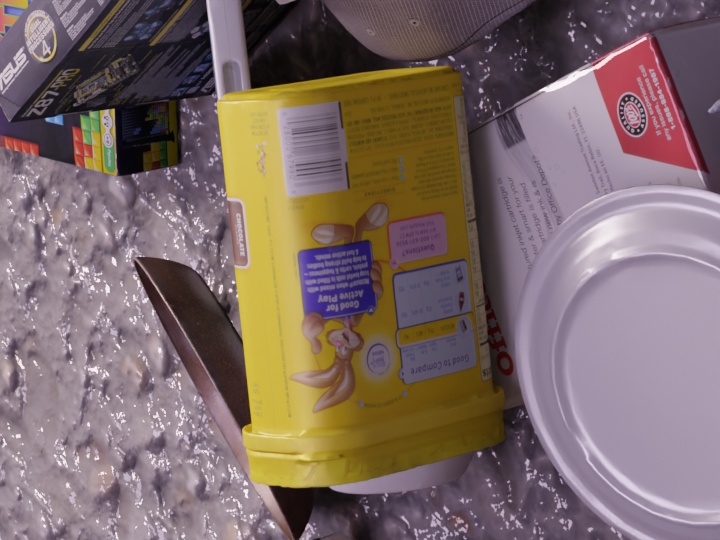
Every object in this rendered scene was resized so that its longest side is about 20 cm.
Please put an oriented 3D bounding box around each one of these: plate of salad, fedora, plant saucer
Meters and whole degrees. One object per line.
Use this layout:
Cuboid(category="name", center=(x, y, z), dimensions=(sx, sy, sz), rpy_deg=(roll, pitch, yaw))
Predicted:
Cuboid(category="plate of salad", center=(0.167, 0.051, 1.412), dimensions=(0.200, 0.048, 0.201), rpy_deg=(15, 117, 31))
Cuboid(category="fedora", center=(0.046, -0.176, 1.539), dimensions=(0.200, 0.177, 0.090), rpy_deg=(-17, 118, 40))
Cuboid(category="plant saucer", center=(-0.077, 0.073, 1.744), dimensions=(0.200, 0.032, 0.200), rpy_deg=(60, 173, 12))

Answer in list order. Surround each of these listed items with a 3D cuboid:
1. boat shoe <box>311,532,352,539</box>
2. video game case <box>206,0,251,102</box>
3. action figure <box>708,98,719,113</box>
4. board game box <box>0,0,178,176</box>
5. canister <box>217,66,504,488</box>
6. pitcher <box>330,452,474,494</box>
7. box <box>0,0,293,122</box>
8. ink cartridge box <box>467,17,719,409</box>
Cuboid(category="boat shoe", center=(-0.020, 0.259, 1.768), dimensions=(0.060, 0.072, 0.202), rpy_deg=(2, 106, 42))
Cuboid(category="video game case", center=(-0.068, -0.052, 1.659), dimensions=(0.200, 0.022, 0.183), rpy_deg=(92, 171, -78))
Cuboid(category="action figure", center=(0.270, -0.041, 1.378), dimensions=(0.200, 0.149, 0.134), rpy_deg=(45, 166, 8))
Cuboid(category="board game box", center=(-0.191, -0.173, 1.848), dimensions=(0.165, 0.057, 0.201), rpy_deg=(13, 110, 44))
Cuboid(category="canister", center=(0.000, 0.000, 1.496), dimensions=(0.086, 0.148, 0.201), rpy_deg=(1, 99, 47))
Cuboid(category="pitcher", center=(0.005, 0.019, 1.658), dimensions=(0.172, 0.121, 0.201), rpy_deg=(-159, 62, -76))
Cuboid(category="box", center=(-0.108, -0.163, 1.682), dimensions=(0.200, 0.161, 0.049), rpy_deg=(-43, 69, 45))
Cuboid(category="ink cartridge box", center=(0.135, -0.028, 1.512), dimensions=(0.200, 0.083, 0.147), rpy_deg=(-27, 81, 47))
